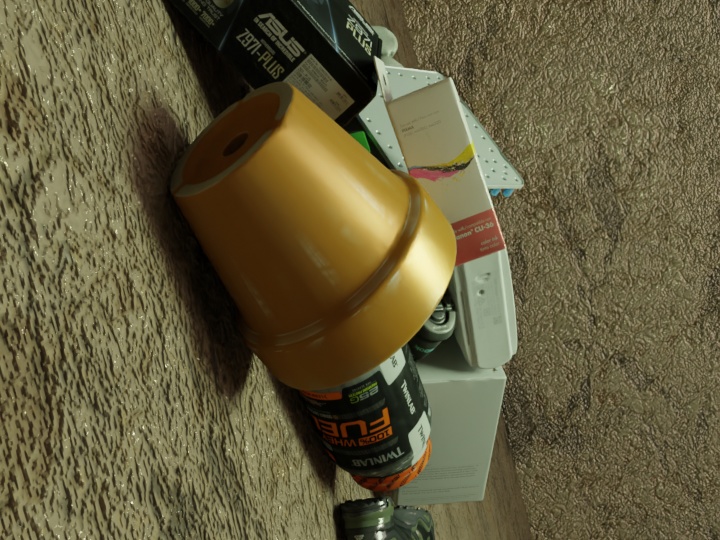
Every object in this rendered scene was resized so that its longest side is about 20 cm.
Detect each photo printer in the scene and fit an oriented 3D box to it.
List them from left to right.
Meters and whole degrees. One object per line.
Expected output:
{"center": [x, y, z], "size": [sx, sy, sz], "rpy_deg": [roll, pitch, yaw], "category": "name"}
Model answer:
{"center": [0.119, -0.009, 1.028], "size": [0.201, 0.068, 0.169], "rpy_deg": [-110, -174, -58], "category": "photo printer"}

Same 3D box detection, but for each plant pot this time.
{"center": [-0.050, -0.041, 0.713], "size": [0.184, 0.197, 0.202], "rpy_deg": [50, 24, -30], "category": "plant pot"}

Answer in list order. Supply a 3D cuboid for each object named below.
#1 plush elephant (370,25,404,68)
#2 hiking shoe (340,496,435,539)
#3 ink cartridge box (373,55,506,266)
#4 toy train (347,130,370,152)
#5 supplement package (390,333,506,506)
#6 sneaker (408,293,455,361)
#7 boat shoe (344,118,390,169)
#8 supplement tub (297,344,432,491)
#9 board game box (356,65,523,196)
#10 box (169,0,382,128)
{"center": [0.011, -0.247, 1.252], "size": [0.200, 0.151, 0.169], "rpy_deg": [38, 40, -72], "category": "plush elephant"}
{"center": [0.030, 0.311, 0.968], "size": [0.200, 0.074, 0.103], "rpy_deg": [39, 46, -57], "category": "hiking shoe"}
{"center": [0.076, -0.114, 0.838], "size": [0.117, 0.066, 0.204], "rpy_deg": [-63, 134, -79], "category": "ink cartridge box"}
{"center": [-0.028, -0.098, 0.994], "size": [0.200, 0.041, 0.058], "rpy_deg": [135, -62, -67], "category": "toy train"}
{"center": [0.096, 0.173, 1.086], "size": [0.121, 0.118, 0.204], "rpy_deg": [-104, -164, -55], "category": "supplement package"}
{"center": [0.042, 0.008, 0.994], "size": [0.080, 0.074, 0.203], "rpy_deg": [117, -36, -48], "category": "sneaker"}
{"center": [-0.026, -0.163, 1.010], "size": [0.199, 0.072, 0.063], "rpy_deg": [39, -2, -15], "category": "boat shoe"}
{"center": [0.002, 0.119, 0.890], "size": [0.124, 0.120, 0.203], "rpy_deg": [-86, 158, -55], "category": "supplement tub"}
{"center": [0.069, -0.160, 1.009], "size": [0.197, 0.026, 0.202], "rpy_deg": [-5, 53, -41], "category": "board game box"}
{"center": [-0.074, -0.242, 0.845], "size": [0.200, 0.086, 0.165], "rpy_deg": [45, 24, -20], "category": "box"}
